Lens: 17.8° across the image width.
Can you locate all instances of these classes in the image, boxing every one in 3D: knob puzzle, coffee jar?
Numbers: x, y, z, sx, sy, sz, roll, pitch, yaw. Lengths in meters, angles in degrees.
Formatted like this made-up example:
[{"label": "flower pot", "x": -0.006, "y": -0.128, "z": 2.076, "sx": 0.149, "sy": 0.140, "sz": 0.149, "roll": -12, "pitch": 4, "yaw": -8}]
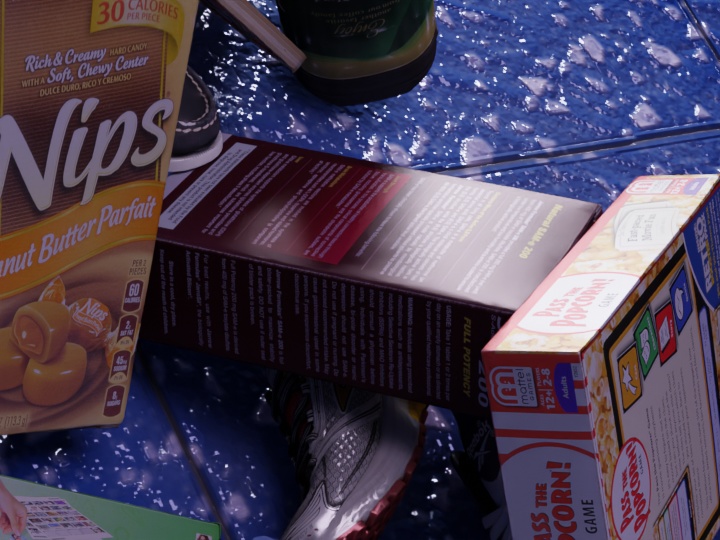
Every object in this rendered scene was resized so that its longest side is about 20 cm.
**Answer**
[{"label": "knob puzzle", "x": -0.112, "y": -0.158, "z": 1.144, "sx": 0.219, "sy": 0.031, "sz": 0.220, "roll": 40, "pitch": 0, "yaw": 0}, {"label": "coffee jar", "x": -0.009, "y": -0.177, "z": 1.188, "sx": 0.085, "sy": 0.201, "sz": 0.105, "roll": -11, "pitch": 57, "yaw": -1}]

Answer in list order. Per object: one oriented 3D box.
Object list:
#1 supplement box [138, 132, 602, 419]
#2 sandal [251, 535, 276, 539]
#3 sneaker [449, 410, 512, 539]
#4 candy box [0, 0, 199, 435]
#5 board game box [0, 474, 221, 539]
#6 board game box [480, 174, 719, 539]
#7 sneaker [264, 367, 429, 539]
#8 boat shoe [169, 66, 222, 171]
[{"label": "supplement box", "x": 0.000, "y": 0.000, "z": 1.051, "sx": 0.198, "sy": 0.061, "sz": 0.109, "roll": 12, "pitch": 32, "yaw": 21}, {"label": "sandal", "x": -0.085, "y": 0.144, "z": 0.938, "sx": 0.198, "sy": 0.080, "sz": 0.087, "roll": 11, "pitch": 20, "yaw": -21}, {"label": "sneaker", "x": 0.078, "y": 0.117, "z": 1.094, "sx": 0.129, "sy": 0.080, "sz": 0.199, "roll": 41, "pitch": 44, "yaw": 3}, {"label": "candy box", "x": -0.141, "y": -0.033, "z": 0.975, "sx": 0.055, "sy": 0.202, "sz": 0.115, "roll": 21, "pitch": 15, "yaw": 38}, {"label": "board game box", "x": -0.151, "y": 0.149, "z": 0.951, "sx": 0.199, "sy": 0.029, "sz": 0.135, "roll": 16, "pitch": 49, "yaw": -23}, {"label": "board game box", "x": 0.120, "y": 0.063, "z": 1.010, "sx": 0.200, "sy": 0.046, "sz": 0.153, "roll": -42, "pitch": 127, "yaw": -57}, {"label": "sneaker", "x": -0.014, "y": 0.073, "z": 1.079, "sx": 0.082, "sy": 0.078, "sz": 0.201, "roll": 24, "pitch": 38, "yaw": -6}, {"label": "boat shoe", "x": -0.139, "y": -0.121, "z": 1.107, "sx": 0.074, "sy": 0.061, "sz": 0.200, "roll": -22, "pitch": 52, "yaw": -41}]
